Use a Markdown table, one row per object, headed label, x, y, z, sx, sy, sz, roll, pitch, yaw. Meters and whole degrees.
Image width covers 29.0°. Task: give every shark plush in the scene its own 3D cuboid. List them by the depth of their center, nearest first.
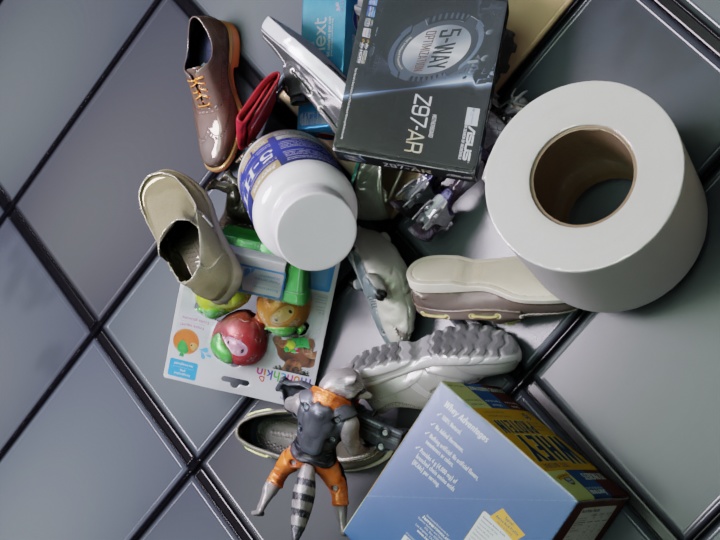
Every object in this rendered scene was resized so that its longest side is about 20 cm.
| label | x | y | z | sx | sy | sz | roll | pitch | yaw |
| --- | --- | --- | --- | --- | --- | --- | --- | --- | --- |
| shark plush | 0.000 | 0.000 | 1.624 | 0.200 | 0.091 | 0.083 | 45 | 137 | 24 |

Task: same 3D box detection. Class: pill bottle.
| label | x | y | z | sx | sy | sz | roll | pitch | yaw |
| --- | --- | --- | --- | --- | --- | --- | --- | --- | --- |
| pill bottle | -0.068 | -0.077 | 1.573 | 0.120 | 0.119 | 0.200 | -59 | 22 | 12 |

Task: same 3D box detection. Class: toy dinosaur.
| label | x | y | z | sx | sy | sz | roll | pitch | yaw |
| --- | --- | --- | --- | --- | --- | --- | --- | --- | --- |
| toy dinosaur | -0.122 | -0.098 | 1.717 | 0.200 | 0.077 | 0.102 | -43 | 91 | 10 |

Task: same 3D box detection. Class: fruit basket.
| label | x | y | z | sx | sy | sz | roll | pitch | yaw |
| --- | --- | --- | --- | --- | --- | --- | --- | --- | --- |
| fruit basket | -0.131 | 0.055 | 1.651 | 0.184 | 0.094 | 0.201 | 13 | 97 | 2 |

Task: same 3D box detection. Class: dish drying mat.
| label | x | y | z | sx | sy | sz | roll | pitch | yaw |
| --- | --- | --- | --- | --- | --- | --- | --- | --- | --- |
| dish drying mat | -0.121 | -0.187 | 1.654 | 0.018 | 0.200 | 0.077 | 33 | 84 | -2 |

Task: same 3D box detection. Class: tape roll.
| label | x | y | z | sx | sy | sz | roll | pitch | yaw |
| --- | --- | --- | --- | --- | --- | --- | --- | --- | --- |
| tape roll | 0.241 | -0.072 | 1.410 | 0.202 | 0.139 | 0.204 | -8 | 69 | 22 |

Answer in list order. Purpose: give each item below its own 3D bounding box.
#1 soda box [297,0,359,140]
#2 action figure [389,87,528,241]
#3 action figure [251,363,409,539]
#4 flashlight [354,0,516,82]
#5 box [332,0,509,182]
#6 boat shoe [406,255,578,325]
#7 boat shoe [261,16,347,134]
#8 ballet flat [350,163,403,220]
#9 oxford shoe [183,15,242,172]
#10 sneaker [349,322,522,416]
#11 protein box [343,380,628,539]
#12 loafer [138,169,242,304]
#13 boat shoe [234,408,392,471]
| label | x | y | z | sx | sy | sz | roll | pitch | yaw |
| --- | --- | --- | --- | --- | --- | --- | --- | --- | --- |
| soda box | -0.029 | -0.261 | 1.671 | 0.064 | 0.068 | 0.201 | 0 | 84 | 30 |
| action figure | 0.122 | -0.124 | 1.560 | 0.200 | 0.069 | 0.130 | -48 | 57 | 14 |
| action figure | -0.021 | 0.201 | 1.539 | 0.199 | 0.105 | 0.194 | 14 | 100 | 14 |
| flashlight | 0.087 | -0.287 | 1.606 | 0.200 | 0.068 | 0.068 | 28 | 60 | 29 |
| box | 0.067 | -0.208 | 1.521 | 0.160 | 0.044 | 0.201 | 11 | 82 | 9 |
| boat shoe | 0.150 | 0.026 | 1.525 | 0.199 | 0.072 | 0.060 | 3 | 129 | 19 |
| boat shoe | -0.056 | -0.213 | 1.607 | 0.200 | 0.070 | 0.066 | 44 | 104 | 18 |
| ballet flat | 0.029 | -0.156 | 1.635 | 0.063 | 0.067 | 0.201 | 10 | 88 | 5 |
| oxford shoe | -0.196 | -0.225 | 1.770 | 0.071 | 0.073 | 0.201 | -10 | 79 | 30 |
| sneaker | 0.090 | 0.115 | 1.561 | 0.199 | 0.075 | 0.082 | -11 | 115 | 24 |
| protein box | 0.130 | 0.256 | 1.463 | 0.198 | 0.135 | 0.200 | 40 | 105 | 30 |
| loafer | -0.203 | -0.047 | 1.594 | 0.076 | 0.068 | 0.200 | -47 | 57 | 15 |
| boat shoe | -0.055 | 0.197 | 1.633 | 0.201 | 0.060 | 0.072 | 0 | 84 | 32 |
